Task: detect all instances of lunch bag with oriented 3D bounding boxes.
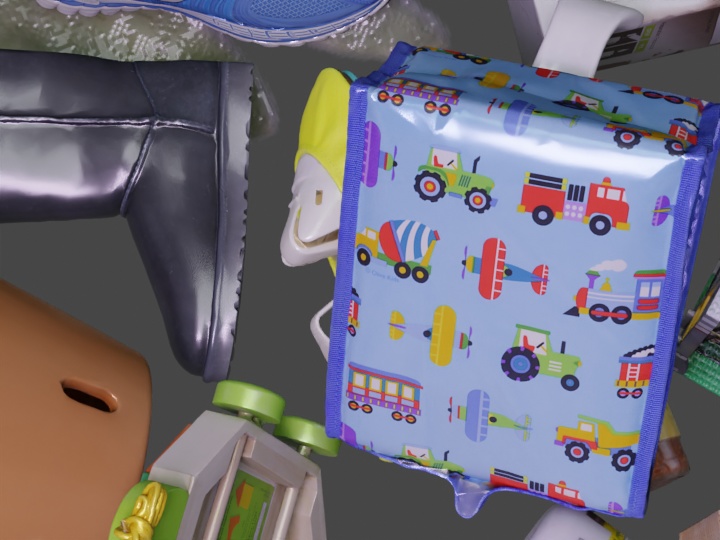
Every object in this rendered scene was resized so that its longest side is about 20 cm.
[{"bbox_3d":[0.065,0.018,1.039,0.150,0.094,0.201,12,109,11],"label":"lunch bag"}]

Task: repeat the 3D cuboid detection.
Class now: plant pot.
[{"bbox_3d":[-0.179,0.088,1.067,0.139,0.200,0.201,16,78,-16],"label":"plant pot"}]

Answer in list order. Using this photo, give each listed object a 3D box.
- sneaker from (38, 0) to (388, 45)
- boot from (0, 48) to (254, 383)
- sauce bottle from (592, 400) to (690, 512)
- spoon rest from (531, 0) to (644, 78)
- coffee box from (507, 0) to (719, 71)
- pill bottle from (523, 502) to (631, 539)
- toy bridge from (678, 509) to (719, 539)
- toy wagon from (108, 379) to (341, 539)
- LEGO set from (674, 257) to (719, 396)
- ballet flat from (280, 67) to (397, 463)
[{"bbox_3d":[-0.073,-0.159,1.154,0.199,0.089,0.079,1,79,-3],"label":"sneaker"},{"bbox_3d":[-0.154,-0.029,1.143,0.199,0.066,0.166,3,70,-4],"label":"boot"},{"bbox_3d":[0.095,0.015,1.143,0.066,0.066,0.201,-19,80,-5],"label":"sauce bottle"},{"bbox_3d":[0.078,-0.033,1.088,0.099,0.061,0.201,16,88,15],"label":"spoon rest"},{"bbox_3d":[0.169,-0.173,1.175,0.199,0.080,0.114,-12,80,-4],"label":"coffee box"},{"bbox_3d":[0.142,0.202,1.083,0.200,0.109,0.109,35,79,6],"label":"pill bottle"},{"bbox_3d":[0.243,0.132,1.063,0.199,0.067,0.027,12,58,-25],"label":"toy bridge"},{"bbox_3d":[-0.067,0.128,1.049,0.039,0.200,0.156,10,77,25],"label":"toy wagon"},{"bbox_3d":[0.242,0.016,1.115,0.200,0.116,0.154,38,75,6],"label":"LEGO set"},{"bbox_3d":[0.000,0.000,1.140,0.067,0.067,0.201,-19,82,-20],"label":"ballet flat"}]
